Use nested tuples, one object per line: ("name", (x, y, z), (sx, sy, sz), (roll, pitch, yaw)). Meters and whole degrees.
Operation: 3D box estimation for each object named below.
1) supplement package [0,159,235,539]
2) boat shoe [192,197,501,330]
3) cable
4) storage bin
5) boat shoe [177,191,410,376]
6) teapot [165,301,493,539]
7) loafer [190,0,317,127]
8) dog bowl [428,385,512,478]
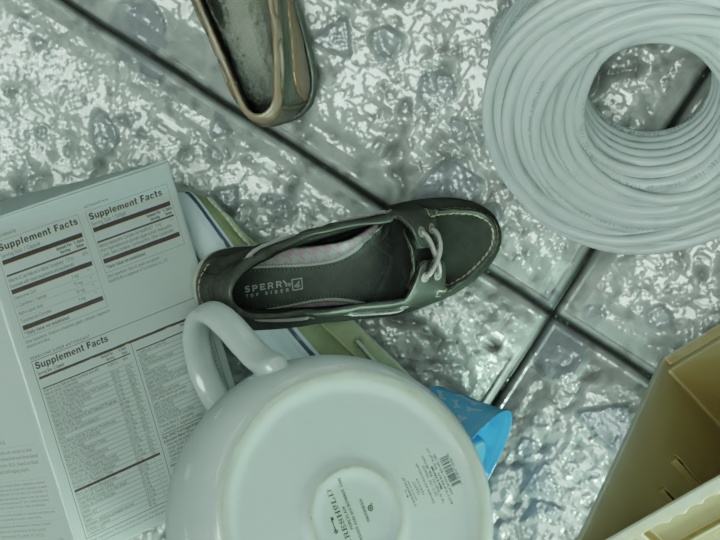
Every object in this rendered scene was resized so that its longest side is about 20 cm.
("supplement package", (-0.184, 0.057, 1.431), (0.152, 0.150, 0.201), (-10, 99, 46))
("boat shoe", (0.000, 0.000, 1.422), (0.199, 0.057, 0.067), (-12, 98, -19))
("cable", (0.169, -0.102, 1.376), (0.200, 0.069, 0.200), (38, 119, -24))
("storage bin", (0.241, 0.094, 1.332), (0.094, 0.200, 0.198), (46, 128, -9))
("boat shoe", (-0.044, 0.024, 1.480), (0.062, 0.072, 0.200), (-41, 95, -11))
("teapot", (-0.032, 0.141, 1.354), (0.197, 0.146, 0.201), (24, 73, -18))
("loafer", (-0.077, -0.183, 1.444), (0.072, 0.063, 0.201), (-18, 96, 14))
("dog bowl", (0.021, 0.159, 1.465), (0.050, 0.111, 0.200), (31, 103, 17))
